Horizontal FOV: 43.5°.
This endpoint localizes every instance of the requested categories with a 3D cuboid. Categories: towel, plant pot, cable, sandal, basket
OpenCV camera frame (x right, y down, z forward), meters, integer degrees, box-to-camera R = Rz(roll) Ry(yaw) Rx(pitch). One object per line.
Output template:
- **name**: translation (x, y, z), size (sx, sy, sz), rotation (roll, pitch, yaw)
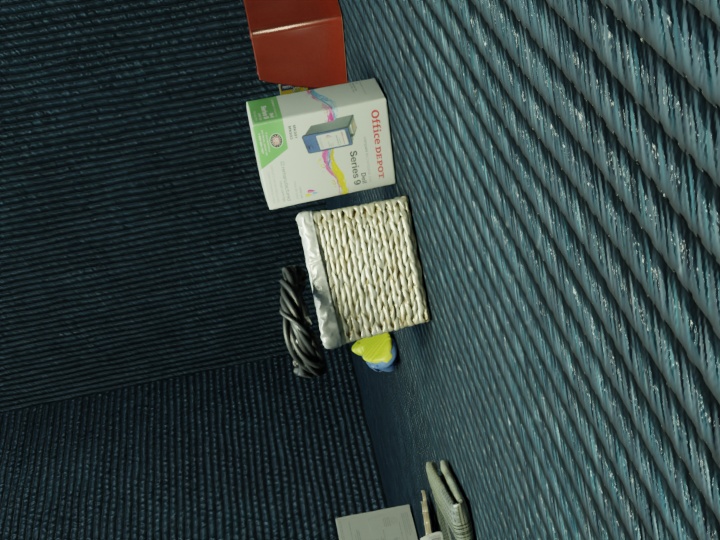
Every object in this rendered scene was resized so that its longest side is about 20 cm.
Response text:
- **towel**: translation (0.147, 0.396, 1.347), size (0.200, 0.034, 0.193), rotation (-137, 33, -80)
- **plant pot**: translation (-0.134, -0.484, 1.796), size (0.200, 0.176, 0.200), rotation (86, 172, -59)
- **cable**: translation (-0.080, 0.070, 1.268), size (0.200, 0.051, 0.164), rotation (81, -178, -81)
- **sandal**: translation (0.047, 0.182, 1.937), size (0.087, 0.079, 0.200), rotation (48, 175, -9)
- **basket**: translation (0.000, 0.000, 1.338), size (0.198, 0.161, 0.200), rotation (-163, 63, -86)

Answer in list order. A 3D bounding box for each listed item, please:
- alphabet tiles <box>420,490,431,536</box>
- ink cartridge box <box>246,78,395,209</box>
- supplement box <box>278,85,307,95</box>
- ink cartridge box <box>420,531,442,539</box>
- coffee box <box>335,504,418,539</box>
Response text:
- **alphabet tiles**: translation (0.140, 0.547, 1.787), size (0.200, 0.015, 0.196), rotation (-92, -8, -73)
- **ink cartridge box**: translation (-0.056, -0.189, 1.344), size (0.088, 0.200, 0.146), rotation (-112, 12, -54)
- **supplement box**: translation (-0.250, -0.659, 3.466), size (0.109, 0.109, 0.200), rotation (-106, 6, -49)
- **ink cartridge box**: translation (0.160, 0.597, 1.614), size (0.161, 0.050, 0.200), rotation (-115, 9, -74)
- **coffee box**: translation (0.057, 0.754, 2.363), size (0.198, 0.200, 0.200), rotation (83, 174, -56)
